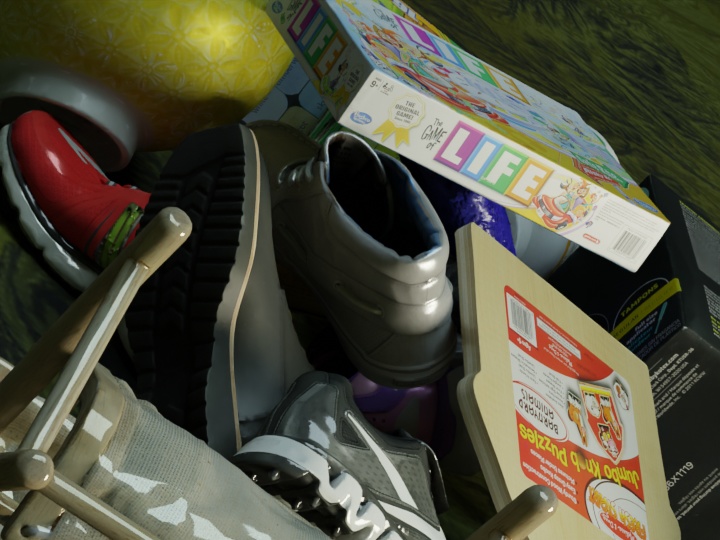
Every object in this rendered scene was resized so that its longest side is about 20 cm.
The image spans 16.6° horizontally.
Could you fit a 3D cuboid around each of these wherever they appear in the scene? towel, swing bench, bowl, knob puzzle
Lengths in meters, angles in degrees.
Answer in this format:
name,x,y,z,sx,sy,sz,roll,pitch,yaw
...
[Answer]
name,x,y,z,sx,sy,sz,roll,pitch,yaw
towel,0.072,0.010,1.389,0.148,0.050,0.200,-118,-169,-64
swing bench,-0.066,0.110,0.985,0.199,0.200,0.130,36,56,-13
bowl,-0.142,-0.118,1.337,0.200,0.200,0.108,32,67,-24
knob puzzle,0.098,0.101,1.213,0.220,0.030,0.220,41,36,-40

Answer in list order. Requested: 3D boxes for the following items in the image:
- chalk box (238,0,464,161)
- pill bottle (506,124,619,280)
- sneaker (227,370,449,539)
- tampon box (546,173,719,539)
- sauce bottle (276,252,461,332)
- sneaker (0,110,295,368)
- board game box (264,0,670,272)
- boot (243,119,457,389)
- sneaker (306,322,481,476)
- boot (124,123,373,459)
name,x,y,z,sx,sy,sz,roll,pitch,yaw
chalk box,-0.012,-0.099,1.499,0.124,0.125,0.200,37,15,-8
pill bottle,0.096,-0.042,1.622,0.113,0.113,0.200,45,21,9
sneaker,0.016,0.122,1.142,0.200,0.066,0.091,53,44,-30
tampon box,0.181,0.067,1.504,0.126,0.150,0.200,37,21,-18
sauce bottle,0.000,0.000,1.309,0.200,0.065,0.065,16,8,28
sneaker,-0.105,-0.017,1.265,0.200,0.085,0.077,48,21,15
board game box,0.055,-0.080,1.285,0.200,0.034,0.134,25,18,-31
boot,-0.010,-0.037,1.226,0.074,0.096,0.200,-21,48,-23
sneaker,0.007,0.046,1.357,0.088,0.081,0.200,-2,23,-12
boot,-0.041,0.042,1.191,0.138,0.077,0.200,19,72,-43
